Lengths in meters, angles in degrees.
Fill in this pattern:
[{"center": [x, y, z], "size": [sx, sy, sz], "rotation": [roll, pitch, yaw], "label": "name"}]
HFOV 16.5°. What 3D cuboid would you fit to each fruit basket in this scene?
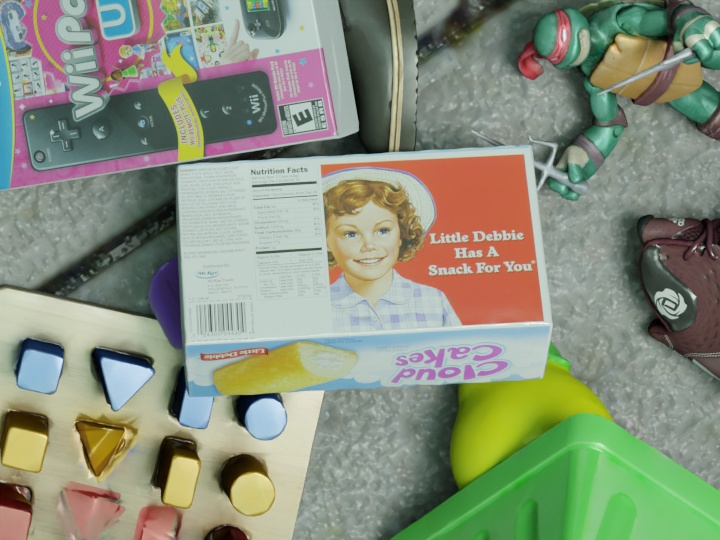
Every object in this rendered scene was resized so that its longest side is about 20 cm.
[{"center": [0.112, 0.139, 1.409], "size": [0.155, 0.216, 0.216], "rotation": [34, 90, -18], "label": "fruit basket"}]

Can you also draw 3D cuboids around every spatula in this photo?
[{"center": [-0.027, -0.015, 1.423], "size": [0.200, 0.021, 0.057], "rotation": [-23, 61, -15], "label": "spatula"}]

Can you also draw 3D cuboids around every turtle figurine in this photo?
[{"center": [0.168, -0.111, 1.404], "size": [0.200, 0.150, 0.101], "rotation": [7, 57, -20], "label": "turtle figurine"}]

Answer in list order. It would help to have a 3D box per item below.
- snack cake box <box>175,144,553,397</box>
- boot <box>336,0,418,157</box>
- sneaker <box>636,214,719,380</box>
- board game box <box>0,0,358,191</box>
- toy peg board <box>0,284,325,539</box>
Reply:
[{"center": [0.000, 0.000, 1.363], "size": [0.200, 0.067, 0.115], "rotation": [-3, 60, -3], "label": "snack cake box"}, {"center": [-0.040, -0.152, 1.397], "size": [0.138, 0.077, 0.200], "rotation": [-7, 86, -2], "label": "boot"}, {"center": [0.220, -0.025, 1.418], "size": [0.115, 0.076, 0.200], "rotation": [27, 116, 9], "label": "sneaker"}, {"center": [-0.114, -0.130, 1.354], "size": [0.200, 0.064, 0.148], "rotation": [-8, 97, 14], "label": "board game box"}, {"center": [-0.128, 0.129, 1.394], "size": [0.200, 0.098, 0.199], "rotation": [12, 94, -10], "label": "toy peg board"}]
